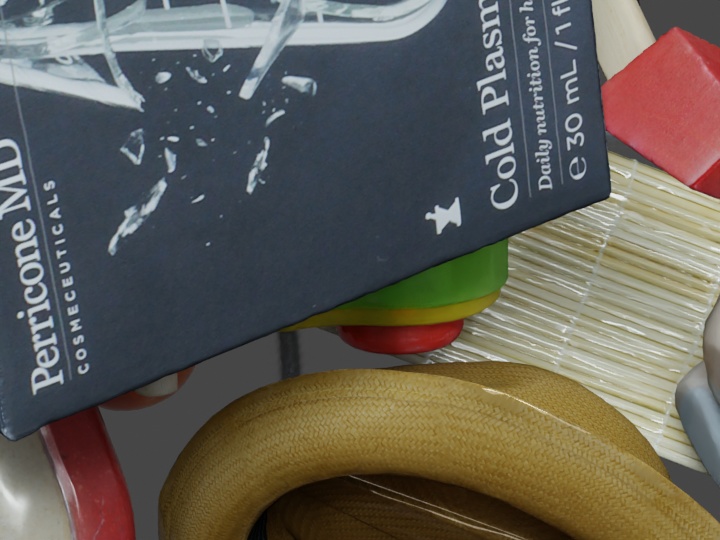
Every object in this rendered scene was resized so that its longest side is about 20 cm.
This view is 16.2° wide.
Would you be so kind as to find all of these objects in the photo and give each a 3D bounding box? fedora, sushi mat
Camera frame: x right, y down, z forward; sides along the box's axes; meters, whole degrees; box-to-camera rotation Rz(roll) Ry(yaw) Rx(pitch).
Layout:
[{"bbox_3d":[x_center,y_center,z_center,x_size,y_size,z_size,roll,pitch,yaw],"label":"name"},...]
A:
[{"bbox_3d":[0.039,0.086,0.792,0.200,0.201,0.082,20,42,2],"label":"fedora"},{"bbox_3d":[0.077,0.004,0.865,0.199,0.012,0.096,21,79,2],"label":"sushi mat"}]

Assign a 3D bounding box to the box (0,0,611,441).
[{"bbox_3d":[-0.052,-0.093,0.670,0.196,0.124,0.201,-21,116,-27],"label":"box"}]

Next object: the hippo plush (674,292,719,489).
[{"bbox_3d":[0.209,0.067,0.777,0.160,0.159,0.201,-23,86,-10],"label":"hippo plush"}]

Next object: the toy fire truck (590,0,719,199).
[{"bbox_3d":[0.091,-0.130,0.734,0.141,0.049,0.200,-49,56,20],"label":"toy fire truck"}]

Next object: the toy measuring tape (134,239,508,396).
[{"bbox_3d":[0.000,0.000,0.766,0.073,0.200,0.074,6,106,20],"label":"toy measuring tape"}]

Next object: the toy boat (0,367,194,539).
[{"bbox_3d":[-0.109,0.026,0.812,0.130,0.130,0.201,-14,78,-36],"label":"toy boat"}]

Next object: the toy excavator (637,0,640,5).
[{"bbox_3d":[0.000,-0.172,0.861,0.099,0.200,0.195,-21,121,-8],"label":"toy excavator"}]
